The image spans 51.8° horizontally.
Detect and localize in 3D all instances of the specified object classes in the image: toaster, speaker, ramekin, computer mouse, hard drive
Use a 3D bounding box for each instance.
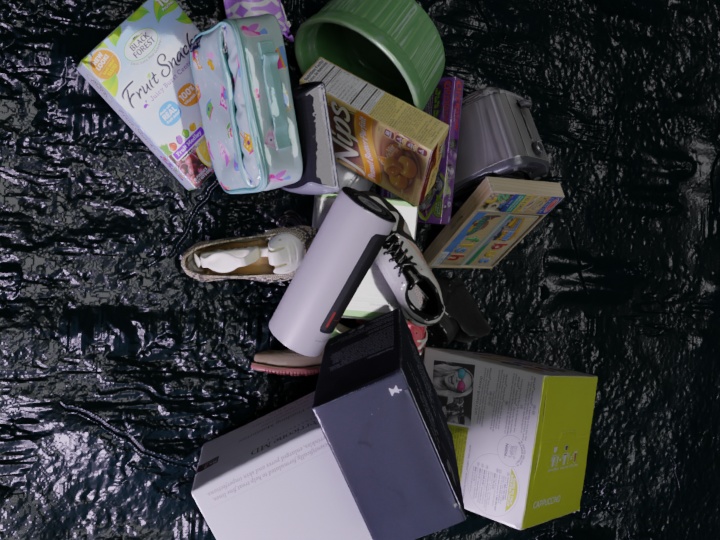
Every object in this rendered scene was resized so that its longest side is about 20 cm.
[{"bbox_3d":[0.172,-0.174,1.081,0.112,0.198,0.133,2,71,-44],"label":"toaster"},{"bbox_3d":[-0.037,0.004,0.919,0.080,0.081,0.203,23,106,-25],"label":"speaker"},{"bbox_3d":[0.017,-0.282,0.987,0.200,0.199,0.099,45,67,-21],"label":"ramekin"},{"bbox_3d":[-0.028,-0.117,1.054,0.109,0.044,0.202,37,77,-23],"label":"computer mouse"},{"bbox_3d":[-0.080,-0.162,0.937,0.041,0.199,0.139,-11,101,-18],"label":"hard drive"}]

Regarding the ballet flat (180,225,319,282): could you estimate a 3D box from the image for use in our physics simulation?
[{"bbox_3d":[-0.134,-0.016,0.945,0.194,0.075,0.070,-6,94,3],"label":"ballet flat"}]

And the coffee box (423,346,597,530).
[{"bbox_3d":[0.208,0.232,1.074,0.198,0.194,0.206,10,88,-51],"label":"coffee box"}]

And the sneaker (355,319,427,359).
[{"bbox_3d":[0.068,0.106,1.077,0.202,0.085,0.074,58,26,-17],"label":"sneaker"}]

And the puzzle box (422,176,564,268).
[{"bbox_3d":[0.191,-0.064,1.093,0.130,0.201,0.026,-1,59,-26],"label":"puzzle box"}]

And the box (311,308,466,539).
[{"bbox_3d":[0.036,0.185,0.906,0.115,0.200,0.200,-22,104,8],"label":"box"}]

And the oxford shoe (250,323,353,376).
[{"bbox_3d":[-0.055,0.106,1.029,0.194,0.070,0.077,-4,85,-10],"label":"oxford shoe"}]

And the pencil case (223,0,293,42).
[{"bbox_3d":[-0.142,-0.388,0.956,0.083,0.084,0.205,-8,100,11],"label":"pencil case"}]

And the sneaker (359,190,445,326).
[{"bbox_3d":[0.052,-0.017,0.959,0.073,0.080,0.202,-35,96,-4],"label":"sneaker"}]

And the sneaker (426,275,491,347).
[{"bbox_3d":[0.115,0.036,1.126,0.104,0.060,0.202,-37,93,-41],"label":"sneaker"}]

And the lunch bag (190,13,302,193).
[{"bbox_3d":[-0.135,-0.195,0.872,0.076,0.159,0.205,-16,103,-27],"label":"lunch bag"}]

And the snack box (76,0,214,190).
[{"bbox_3d":[-0.233,-0.224,0.937,0.143,0.053,0.201,-48,113,-18],"label":"snack box"}]

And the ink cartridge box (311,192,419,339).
[{"bbox_3d":[0.000,0.000,1.013,0.142,0.048,0.206,5,94,-10],"label":"ink cartridge box"}]

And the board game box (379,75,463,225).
[{"bbox_3d":[0.085,-0.170,1.067,0.032,0.118,0.206,5,91,-45],"label":"board game box"}]

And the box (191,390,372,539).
[{"bbox_3d":[-0.084,0.295,0.964,0.195,0.131,0.204,-25,105,1],"label":"box"}]

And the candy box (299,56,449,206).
[{"bbox_3d":[0.012,-0.180,0.975,0.197,0.116,0.056,30,60,12],"label":"candy box"}]
